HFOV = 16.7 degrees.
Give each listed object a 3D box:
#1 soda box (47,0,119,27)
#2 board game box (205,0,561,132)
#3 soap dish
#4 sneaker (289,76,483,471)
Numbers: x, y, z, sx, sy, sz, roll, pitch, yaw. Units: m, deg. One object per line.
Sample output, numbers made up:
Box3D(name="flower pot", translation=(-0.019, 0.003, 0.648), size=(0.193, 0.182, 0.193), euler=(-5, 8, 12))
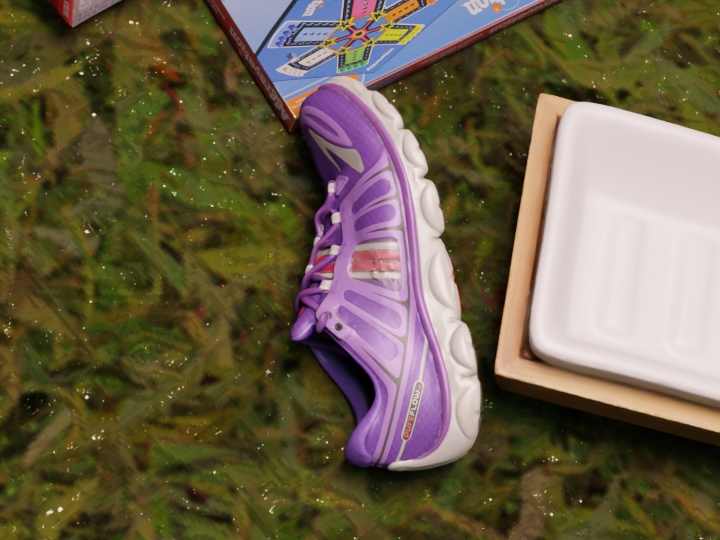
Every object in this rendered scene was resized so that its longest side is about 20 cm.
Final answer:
Box3D(name="soda box", translation=(-0.085, -0.206, 1.241), size=(0.200, 0.070, 0.063), euler=(-33, 68, -27))
Box3D(name="board game box", translation=(0.020, -0.157, 1.289), size=(0.200, 0.019, 0.103), euler=(-27, 76, -24))
Box3D(name="soap dish", translation=(0.167, 0.011, 1.228), size=(0.200, 0.081, 0.157), euler=(15, 65, -9))
Box3D(name="sneaker", translation=(0.000, 0.000, 1.188), size=(0.083, 0.081, 0.200), euler=(-11, 73, -13))
